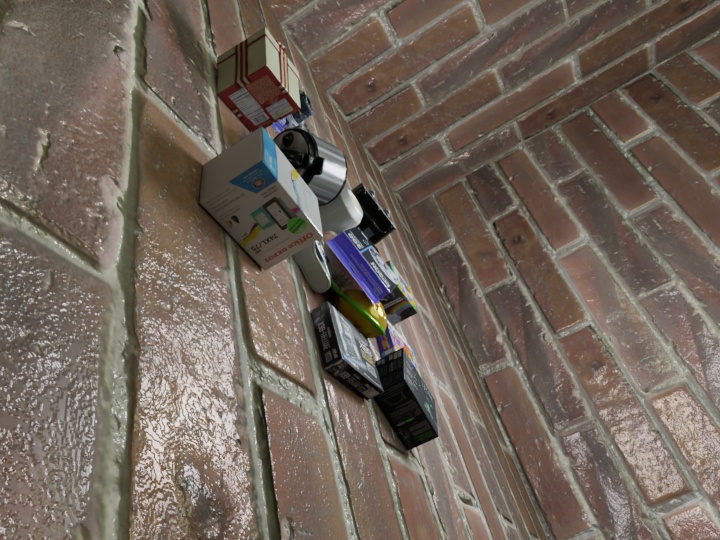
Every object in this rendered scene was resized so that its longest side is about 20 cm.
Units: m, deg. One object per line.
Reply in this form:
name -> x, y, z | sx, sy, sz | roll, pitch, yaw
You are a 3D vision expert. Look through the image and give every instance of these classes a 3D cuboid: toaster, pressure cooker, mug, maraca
toaster -> -0.007, -0.157, 1.788 | 0.181, 0.199, 0.119 | 50, 12, -14
pressure cooker -> -0.153, -0.268, 1.414 | 0.199, 0.175, 0.180 | 13, 48, -54
mug -> -0.079, -0.163, 1.558 | 0.150, 0.152, 0.187 | 55, 14, -24
maraca -> -0.013, 0.095, 1.396 | 0.200, 0.107, 0.137 | 40, -11, 14

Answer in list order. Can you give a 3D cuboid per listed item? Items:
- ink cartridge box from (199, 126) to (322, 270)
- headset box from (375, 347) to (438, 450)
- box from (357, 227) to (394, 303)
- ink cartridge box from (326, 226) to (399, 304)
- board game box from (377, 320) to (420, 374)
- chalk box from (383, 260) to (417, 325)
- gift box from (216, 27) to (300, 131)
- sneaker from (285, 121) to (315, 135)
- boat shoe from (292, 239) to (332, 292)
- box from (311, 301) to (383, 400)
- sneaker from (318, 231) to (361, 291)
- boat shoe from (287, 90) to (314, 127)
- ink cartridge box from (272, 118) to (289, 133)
ink cartridge box -> -0.190, -0.137, 1.075 | 0.200, 0.146, 0.147 | 51, 16, -38
headset box -> 0.122, 0.336, 1.430 | 0.201, 0.092, 0.174 | 59, 12, -14
box -> 0.000, 0.000, 1.614 | 0.132, 0.114, 0.201 | 45, 20, -48
ink cartridge box -> 0.012, -0.020, 1.416 | 0.199, 0.043, 0.200 | 52, 18, 0
board game box -> 0.117, 0.256, 1.689 | 0.200, 0.045, 0.135 | 51, 17, -41
chalk box -> 0.079, 0.065, 1.764 | 0.200, 0.124, 0.124 | 53, 15, -40
gift box -> -0.270, -0.499, 1.476 | 0.200, 0.183, 0.188 | 51, 25, -52
sneaker -> -0.209, -0.489, 1.922 | 0.114, 0.075, 0.201 | -52, 119, -77
boat shoe -> -0.121, -0.045, 1.319 | 0.201, 0.074, 0.062 | 61, 14, -8
box -> -0.029, 0.185, 1.249 | 0.200, 0.050, 0.158 | 48, 18, -46
sneaker -> -0.064, 0.005, 1.439 | 0.201, 0.075, 0.105 | 62, 32, -15
boat shoe -> -0.226, -0.582, 1.821 | 0.202, 0.090, 0.071 | 65, 10, 5
ink cartridge box -> -0.300, -0.549, 1.754 | 0.200, 0.040, 0.201 | 40, 25, -60
